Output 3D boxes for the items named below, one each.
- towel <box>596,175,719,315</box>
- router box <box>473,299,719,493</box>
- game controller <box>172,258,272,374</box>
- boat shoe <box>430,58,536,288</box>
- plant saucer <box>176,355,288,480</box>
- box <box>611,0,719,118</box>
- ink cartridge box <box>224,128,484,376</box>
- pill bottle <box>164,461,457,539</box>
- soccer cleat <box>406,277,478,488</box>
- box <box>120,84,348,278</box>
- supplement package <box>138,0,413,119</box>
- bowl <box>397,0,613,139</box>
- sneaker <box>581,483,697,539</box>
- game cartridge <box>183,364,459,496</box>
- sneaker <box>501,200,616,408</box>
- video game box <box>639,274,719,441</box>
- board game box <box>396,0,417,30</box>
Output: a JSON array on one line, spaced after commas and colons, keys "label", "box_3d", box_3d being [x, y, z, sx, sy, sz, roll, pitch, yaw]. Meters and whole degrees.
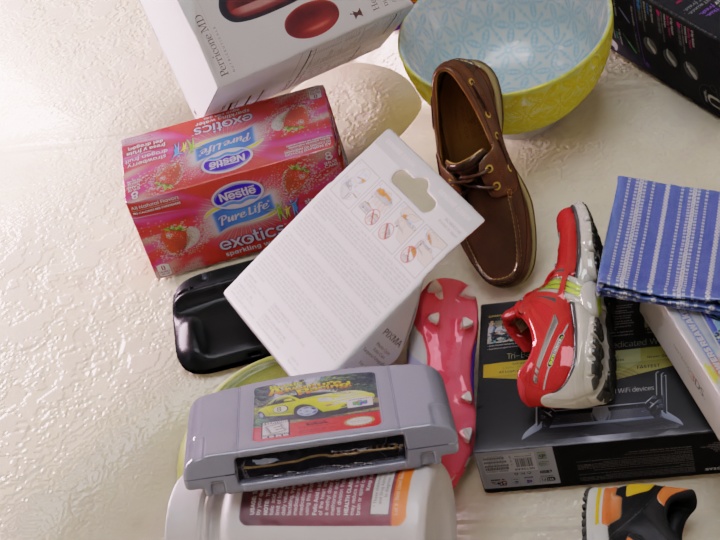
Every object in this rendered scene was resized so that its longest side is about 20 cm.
[{"label": "towel", "box_3d": [0.285, -0.017, 1.392, 0.198, 0.024, 0.145, 9, 41, 10]}, {"label": "router box", "box_3d": [0.191, 0.089, 1.428, 0.198, 0.052, 0.158, -6, 44, 13]}, {"label": "game controller", "box_3d": [-0.068, 0.029, 1.594, 0.198, 0.042, 0.105, -15, 57, 5]}, {"label": "boat shoe", "box_3d": [0.096, -0.082, 1.551, 0.072, 0.067, 0.202, -15, 86, 24]}, {"label": "plant saucer", "box_3d": [-0.058, 0.133, 1.485, 0.198, 0.031, 0.201, -10, 43, 9]}, {"label": "box", "box_3d": [0.314, -0.242, 1.681, 0.122, 0.106, 0.200, -35, 46, -14]}, {"label": "ink cartridge box", "box_3d": [0.000, 0.000, 1.498, 0.200, 0.047, 0.160, -45, 45, 2]}, {"label": "pill bottle", "box_3d": [-0.036, 0.197, 1.352, 0.198, 0.115, 0.115, -2, 46, 16]}, {"label": "soccer cleat", "box_3d": [0.060, 0.102, 1.462, 0.066, 0.077, 0.201, 9, 64, -2]}, {"label": "box", "box_3d": [-0.110, -0.081, 1.667, 0.198, 0.100, 0.096, -15, 43, 3]}, {"label": "supplement package", "box_3d": [-0.092, -0.270, 1.679, 0.199, 0.147, 0.192, -26, 87, -15]}, {"label": "bowl", "box_3d": [0.140, -0.185, 1.682, 0.198, 0.108, 0.201, -9, 43, 9]}, {"label": "sneaker", "box_3d": [0.204, 0.227, 1.272, 0.089, 0.070, 0.201, -11, 42, 12]}, {"label": "game cartridge", "box_3d": [-0.031, 0.115, 1.358, 0.198, 0.041, 0.133, -8, 15, -1]}, {"label": "sneaker", "box_3d": [0.150, 0.023, 1.418, 0.084, 0.077, 0.201, -10, 42, 17]}, {"label": "video game box", "box_3d": [0.329, 0.062, 1.353, 0.181, 0.047, 0.201, -10, 43, -14]}, {"label": "board game box", "box_3d": [0.067, -0.404, 1.861, 0.199, 0.201, 0.200, -21, 44, -3]}]
